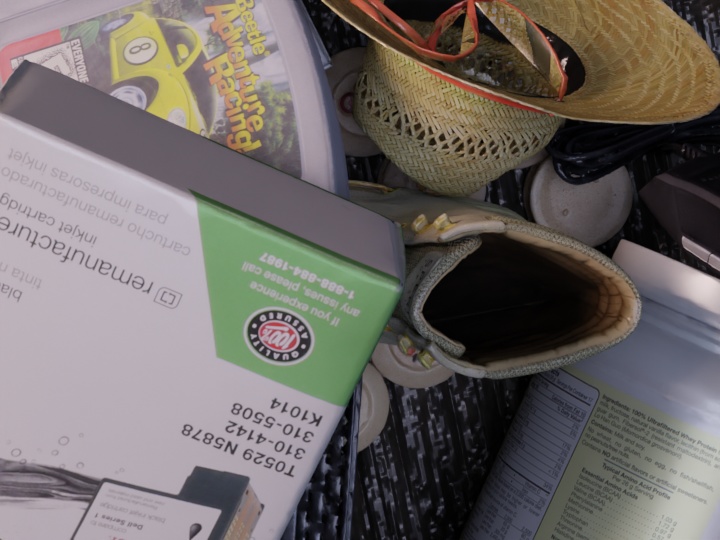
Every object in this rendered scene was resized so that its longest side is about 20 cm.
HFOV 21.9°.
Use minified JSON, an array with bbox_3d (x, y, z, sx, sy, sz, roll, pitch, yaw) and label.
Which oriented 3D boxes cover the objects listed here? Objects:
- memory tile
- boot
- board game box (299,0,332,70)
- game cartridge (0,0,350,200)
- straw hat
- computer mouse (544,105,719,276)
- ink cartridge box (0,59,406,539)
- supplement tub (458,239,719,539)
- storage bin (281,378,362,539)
[{"bbox_3d":[0.014,-0.023,0.848,0.200,0.017,0.153,-41,104,-3],"label":"memory tile"},{"bbox_3d":[0.000,0.000,0.760,0.200,0.155,0.072,4,97,-13],"label":"boot"},{"bbox_3d":[-0.112,-0.149,0.791,0.126,0.035,0.200,-27,102,-2],"label":"board game box"},{"bbox_3d":[-0.077,-0.055,0.722,0.133,0.041,0.200,-17,70,1],"label":"game cartridge"},{"bbox_3d":[0.044,-0.079,0.778,0.201,0.201,0.085,16,120,-13],"label":"straw hat"},{"bbox_3d":[0.186,-0.029,0.794,0.140,0.200,0.046,-16,116,-28],"label":"computer mouse"},{"bbox_3d":[-0.091,0.052,0.641,0.146,0.084,0.200,23,106,-9],"label":"ink cartridge box"},{"bbox_3d":[0.130,0.101,0.823,0.145,0.145,0.200,23,93,-14],"label":"supplement tub"},{"bbox_3d":[-0.061,0.131,0.782,0.094,0.135,0.200,7,99,9],"label":"storage bin"}]
